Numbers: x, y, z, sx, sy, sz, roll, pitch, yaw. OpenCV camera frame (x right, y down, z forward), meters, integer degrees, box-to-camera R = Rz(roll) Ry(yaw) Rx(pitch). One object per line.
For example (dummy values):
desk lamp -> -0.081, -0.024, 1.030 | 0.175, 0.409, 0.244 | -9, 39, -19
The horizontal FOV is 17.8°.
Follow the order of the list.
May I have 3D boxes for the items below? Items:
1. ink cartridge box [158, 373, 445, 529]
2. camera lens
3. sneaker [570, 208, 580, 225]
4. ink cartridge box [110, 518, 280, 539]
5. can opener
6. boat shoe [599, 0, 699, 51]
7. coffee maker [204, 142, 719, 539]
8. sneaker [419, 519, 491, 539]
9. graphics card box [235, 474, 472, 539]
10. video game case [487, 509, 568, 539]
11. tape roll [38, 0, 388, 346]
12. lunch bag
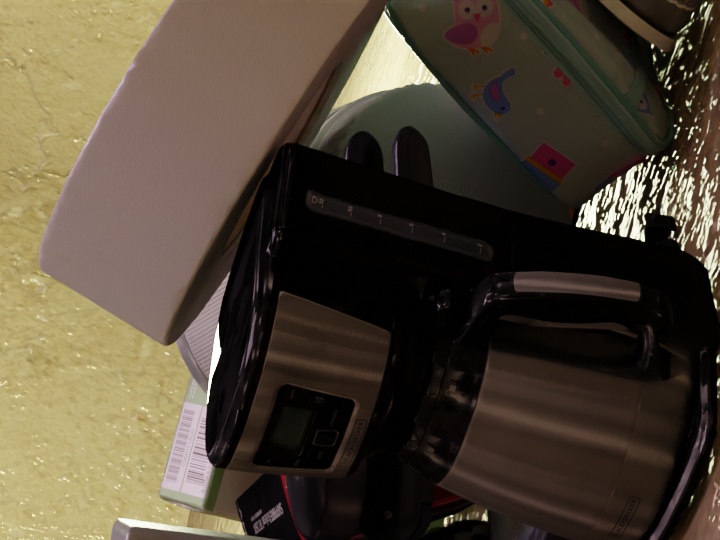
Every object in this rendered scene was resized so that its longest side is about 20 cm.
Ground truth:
ink cartridge box -> -0.019, 0.091, 1.397 | 0.048, 0.200, 0.146 | 8, 81, 44
camera lens -> 0.000, 0.000, 1.233 | 0.200, 0.160, 0.160 | -31, 42, 56
sneaker -> 0.100, -0.070, 1.308 | 0.077, 0.078, 0.200 | 180, 99, -73
ink cartridge box -> -0.025, 0.202, 1.080 | 0.084, 0.200, 0.144 | 165, 113, -80
can opener -> 0.013, 0.031, 1.080 | 0.079, 0.063, 0.200 | 16, -100, -64
boat shoe -> 0.143, -0.179, 1.172 | 0.060, 0.072, 0.202 | -44, 23, 23
coffee maker -> 0.040, 0.030, 0.998 | 0.192, 0.200, 0.135 | -96, 23, -72
sneaker -> 0.035, 0.188, 1.299 | 0.200, 0.075, 0.081 | -26, 82, 69
graphics card box -> 0.008, 0.115, 1.224 | 0.200, 0.125, 0.051 | 134, 119, -74
video game case -> 0.096, 0.088, 1.189 | 0.200, 0.019, 0.143 | -86, 13, -63
tape roll -> -0.065, -0.067, 1.051 | 0.202, 0.071, 0.202 | -59, -1, -2
lunch bag -> 0.089, -0.127, 1.170 | 0.077, 0.160, 0.200 | -39, 19, 21
